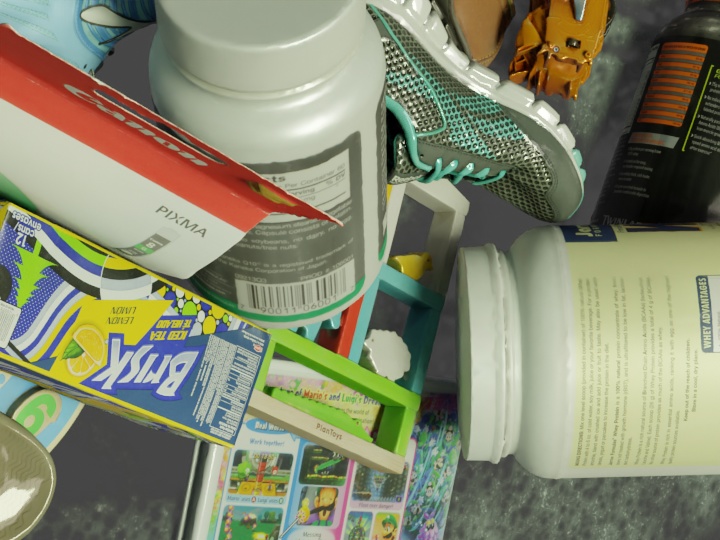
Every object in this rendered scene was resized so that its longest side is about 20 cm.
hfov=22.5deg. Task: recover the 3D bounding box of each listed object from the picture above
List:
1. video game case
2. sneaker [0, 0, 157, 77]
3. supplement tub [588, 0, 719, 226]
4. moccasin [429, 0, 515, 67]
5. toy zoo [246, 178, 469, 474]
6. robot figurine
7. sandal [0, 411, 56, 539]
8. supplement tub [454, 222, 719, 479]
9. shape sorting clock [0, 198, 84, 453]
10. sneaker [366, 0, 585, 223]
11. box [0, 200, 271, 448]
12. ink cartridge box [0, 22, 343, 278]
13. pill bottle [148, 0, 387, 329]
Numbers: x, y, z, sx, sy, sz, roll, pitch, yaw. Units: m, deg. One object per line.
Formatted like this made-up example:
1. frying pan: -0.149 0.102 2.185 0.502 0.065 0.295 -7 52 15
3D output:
1. video game case: -0.023 0.146 1.055 0.199 0.024 0.184 10 92 -44
2. sneaker: -0.131 -0.135 0.872 0.199 0.078 0.091 -9 124 -38
3. supplement tub: 0.229 -0.080 1.175 0.122 0.122 0.202 27 81 -43
4. moccasin: 0.040 -0.202 1.002 0.078 0.073 0.202 -50 129 -27
5. toy zoo: 0.000 0.000 1.028 0.131 0.020 0.202 28 70 -42
6. robot figurine: 0.127 -0.210 1.062 0.145 0.058 0.202 83 15 -83
7. sandal: -0.212 0.080 0.792 0.200 0.054 0.081 35 80 -42
8. supplement tub: 0.157 0.046 1.046 0.198 0.145 0.147 -1 103 -1
9. shape sorting clock: -0.193 0.015 0.853 0.199 0.039 0.202 -12 108 -41
10. sneaker: 0.040 -0.076 1.008 0.199 0.077 0.092 37 62 -21
11. box: -0.131 0.025 0.847 0.200 0.070 0.065 32 72 -53
12. ink cartridge box: -0.119 -0.045 0.751 0.160 0.200 0.050 29 85 -28
13. pill bottle: -0.043 -0.072 0.874 0.113 0.113 0.201 -44 154 -27
